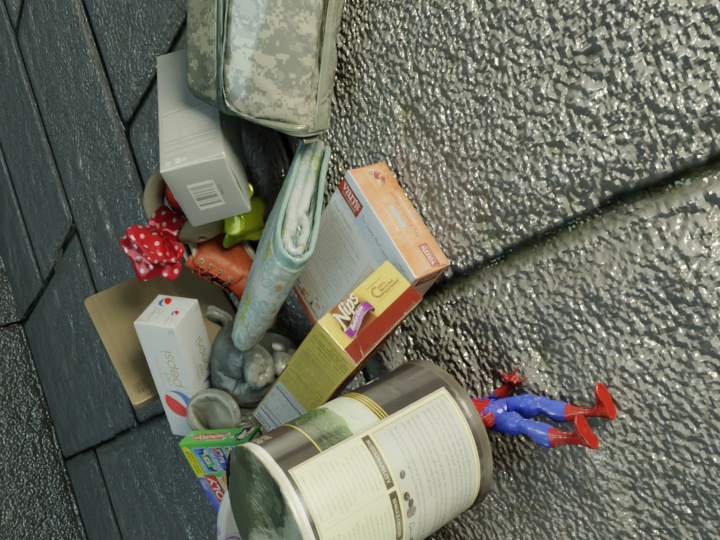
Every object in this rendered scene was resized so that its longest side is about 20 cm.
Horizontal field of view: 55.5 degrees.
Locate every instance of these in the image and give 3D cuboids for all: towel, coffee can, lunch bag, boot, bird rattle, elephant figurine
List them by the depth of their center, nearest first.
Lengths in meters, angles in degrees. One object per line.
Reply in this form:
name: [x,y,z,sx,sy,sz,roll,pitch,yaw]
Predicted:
coffee can: [0.000,0.185,0.606,0.145,0.196,0.151,28,127,45]
lunch bag: [-0.088,-0.257,0.720,0.165,0.138,0.205,29,124,30]
towel: [-0.087,-0.033,0.782,0.173,0.047,0.203,121,165,-44]
bird rattle: [-0.228,-0.078,0.918,0.113,0.195,0.166,75,174,-63]
elephant figurine: [-0.162,0.184,0.918,0.155,0.139,0.204,42,109,52]
boot: [-0.192,0.003,0.970,0.203,0.105,0.075,60,142,14]

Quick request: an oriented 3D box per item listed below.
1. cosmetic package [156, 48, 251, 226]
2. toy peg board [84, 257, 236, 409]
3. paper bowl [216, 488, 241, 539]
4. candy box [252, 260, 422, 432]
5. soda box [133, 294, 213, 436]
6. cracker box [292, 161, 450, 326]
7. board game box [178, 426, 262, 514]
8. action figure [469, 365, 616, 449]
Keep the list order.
cosmetic package: [-0.195,-0.171,0.845,0.108,0.087,0.205,71,-172,-58]
toy peg board: [-0.302,0.107,1.094,0.202,0.196,0.099,53,154,24]
paper bowl: [-0.053,0.289,0.750,0.195,0.104,0.208,5,102,25]
candy box: [-0.027,0.090,0.691,0.057,0.116,0.201,45,138,6]
soda box: [-0.243,0.137,0.945,0.066,0.064,0.205,5,125,19]
cracker box: [0.000,0.000,0.757,0.136,0.057,0.201,58,141,18]
board game box: [-0.137,0.292,0.870,0.132,0.029,0.204,-13,110,36]
action figure: [0.132,0.131,0.630,0.198,0.065,0.052,-20,110,52]
